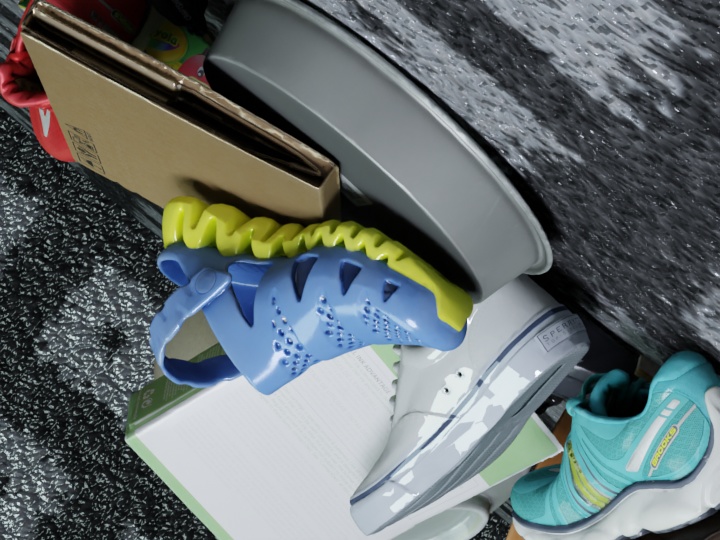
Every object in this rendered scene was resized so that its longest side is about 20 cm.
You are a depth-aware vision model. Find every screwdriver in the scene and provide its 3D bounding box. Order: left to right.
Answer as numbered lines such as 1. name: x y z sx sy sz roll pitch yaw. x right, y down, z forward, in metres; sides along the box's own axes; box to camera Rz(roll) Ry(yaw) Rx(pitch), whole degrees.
1. screwdriver: -0.080 -0.117 1.300 0.028 0.029 0.200 37 169 22

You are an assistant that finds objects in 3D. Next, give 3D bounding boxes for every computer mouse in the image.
1. computer mouse: 0.119 0.053 1.306 0.200 0.046 0.140 39 175 -1

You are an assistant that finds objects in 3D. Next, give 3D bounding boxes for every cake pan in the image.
1. cake pan: 0.003 -0.054 1.177 0.200 0.037 0.200 39 170 8

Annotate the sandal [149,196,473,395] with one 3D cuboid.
1. sandal: -0.030 0.022 1.190 0.199 0.087 0.079 6 157 47

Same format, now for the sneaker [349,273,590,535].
1. sneaker: 0.046 0.064 1.305 0.073 0.200 0.071 -20 -112 -45

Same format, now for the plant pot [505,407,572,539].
1. plant pot: 0.161 0.203 1.601 0.139 0.201 0.200 21 172 9

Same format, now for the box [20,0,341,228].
1. box: -0.081 -0.055 1.239 0.163 0.021 0.200 28 167 8

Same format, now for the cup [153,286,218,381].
1. cup: -0.024 0.049 1.567 0.200 0.201 0.143 39 162 2

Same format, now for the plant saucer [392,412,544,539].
1. plant saucer: 0.021 0.140 1.510 0.200 0.199 0.050 51 -160 -67

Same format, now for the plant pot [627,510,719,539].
1. plant pot: 0.211 0.221 1.409 0.200 0.201 0.198 39 166 1

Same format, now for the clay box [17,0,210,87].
1. clay box: -0.100 -0.102 1.486 0.200 0.048 0.115 42 172 -34

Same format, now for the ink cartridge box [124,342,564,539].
1. ink cartridge box: -0.009 0.084 1.384 0.146 0.199 0.048 50 -158 -25

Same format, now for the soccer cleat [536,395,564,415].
1. soccer cleat: 0.053 0.048 1.481 0.199 0.068 0.074 6 -124 -43

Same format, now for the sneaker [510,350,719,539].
1. sneaker: 0.132 0.087 1.239 0.080 0.077 0.200 62 150 2

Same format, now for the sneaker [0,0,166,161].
1. sneaker: -0.160 -0.112 1.335 0.077 0.085 0.200 43 152 9
